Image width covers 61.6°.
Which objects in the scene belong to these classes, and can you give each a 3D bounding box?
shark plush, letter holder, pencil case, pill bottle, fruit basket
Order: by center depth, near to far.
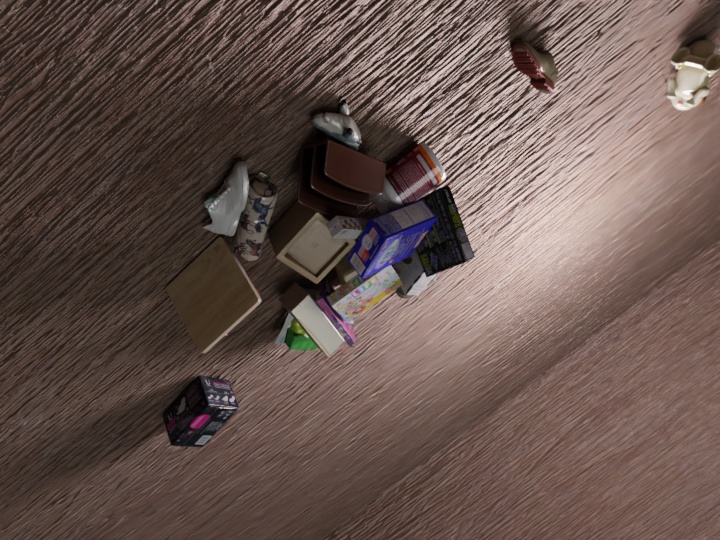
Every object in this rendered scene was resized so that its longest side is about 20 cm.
[{"bbox_3d":[-0.044,-0.322,1.422,0.081,0.093,0.200,-18,168,13],"label":"shark plush"},{"bbox_3d":[-0.044,-0.206,1.432,0.197,0.099,0.147,12,81,-45],"label":"letter holder"},{"bbox_3d":[-0.251,-0.127,1.434,0.076,0.091,0.203,3,130,-25],"label":"pencil case"},{"bbox_3d":[0.118,-0.230,1.578,0.198,0.114,0.113,-36,144,4],"label":"pill bottle"},{"bbox_3d":[-0.154,0.142,1.834,0.182,0.093,0.205,6,113,-42],"label":"fruit basket"}]

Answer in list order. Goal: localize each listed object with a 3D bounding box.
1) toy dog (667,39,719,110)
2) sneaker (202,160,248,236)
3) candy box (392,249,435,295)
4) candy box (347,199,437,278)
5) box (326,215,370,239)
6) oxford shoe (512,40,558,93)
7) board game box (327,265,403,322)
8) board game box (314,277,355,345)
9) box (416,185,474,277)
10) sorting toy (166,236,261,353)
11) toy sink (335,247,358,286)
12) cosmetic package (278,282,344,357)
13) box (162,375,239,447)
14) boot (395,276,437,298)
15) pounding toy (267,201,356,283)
[{"bbox_3d":[1.022,-0.594,1.874,0.196,0.136,0.202,-59,153,-29],"label":"toy dog"},{"bbox_3d":[-0.309,-0.160,1.369,0.086,0.076,0.203,6,131,-25],"label":"sneaker"},{"bbox_3d":[0.165,-0.057,1.762,0.070,0.169,0.201,6,131,-47],"label":"candy box"},{"bbox_3d":[0.083,-0.084,1.568,0.197,0.078,0.170,-23,157,-38],"label":"candy box"},{"bbox_3d":[-0.019,-0.105,1.507,0.041,0.039,0.199,-33,167,23],"label":"box"},{"bbox_3d":[0.450,-0.536,1.546,0.198,0.070,0.076,28,87,-49],"label":"oxford shoe"},{"bbox_3d":[0.015,0.056,1.700,0.198,0.035,0.135,-35,148,4],"label":"board game box"},{"bbox_3d":[-0.074,0.112,1.762,0.032,0.122,0.202,-21,128,16],"label":"board game box"},{"bbox_3d":[0.205,-0.101,1.610,0.044,0.205,0.159,-18,176,-38],"label":"box"},{"bbox_3d":[-0.351,0.063,1.486,0.199,0.201,0.069,-40,159,10],"label":"sorting toy"},{"bbox_3d":[0.000,0.000,1.751,0.128,0.113,0.202,-28,149,-7],"label":"toy sink"},{"bbox_3d":[-0.138,0.142,1.722,0.073,0.103,0.201,-42,122,-10],"label":"cosmetic package"},{"bbox_3d":[-0.492,0.435,1.861,0.200,0.116,0.131,-45,144,18],"label":"box"},{"bbox_3d":[0.195,-0.019,1.914,0.180,0.073,0.202,-32,153,-27],"label":"boot"},{"bbox_3d":[-0.127,-0.076,1.570,0.184,0.143,0.199,-44,132,14],"label":"pounding toy"}]
